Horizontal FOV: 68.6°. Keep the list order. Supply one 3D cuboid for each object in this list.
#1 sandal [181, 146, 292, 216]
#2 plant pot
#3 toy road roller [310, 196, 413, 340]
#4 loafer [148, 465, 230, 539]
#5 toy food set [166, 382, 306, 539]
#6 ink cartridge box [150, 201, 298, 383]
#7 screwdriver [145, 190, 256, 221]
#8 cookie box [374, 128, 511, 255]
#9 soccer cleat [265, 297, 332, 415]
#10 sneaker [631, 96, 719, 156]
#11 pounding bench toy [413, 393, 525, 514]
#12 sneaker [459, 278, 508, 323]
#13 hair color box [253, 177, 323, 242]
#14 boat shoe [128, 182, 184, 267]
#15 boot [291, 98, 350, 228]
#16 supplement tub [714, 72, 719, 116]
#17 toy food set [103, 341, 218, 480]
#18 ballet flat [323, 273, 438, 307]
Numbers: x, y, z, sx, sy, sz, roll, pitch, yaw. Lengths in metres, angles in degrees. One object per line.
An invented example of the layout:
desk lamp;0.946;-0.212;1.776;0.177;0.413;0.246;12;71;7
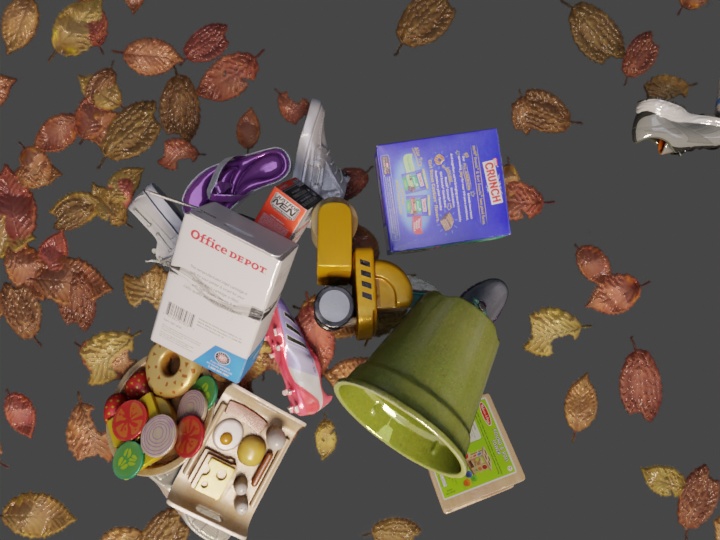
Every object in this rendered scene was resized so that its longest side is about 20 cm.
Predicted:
sandal;-0.207;-0.148;0.861;0.200;0.050;0.084;-30;91;-2
plant pot;0.094;0.139;0.717;0.199;0.200;0.185;38;65;-2
toy road roller;0.000;0.000;0.783;0.142;0.123;0.205;-2;81;-6
loafer;-0.283;0.358;0.863;0.201;0.063;0.072;50;55;-5
toy food set;-0.192;0.300;0.833;0.142;0.060;0.203;32;79;-16
ink cartridge box;-0.189;0.029;0.739;0.142;0.084;0.203;25;111;3
screwdriver;-0.244;-0.090;0.844;0.196;0.028;0.030;14;50;-22
cookie box;0.131;-0.124;0.861;0.195;0.075;0.175;-8;90;-2
soccer cleat;-0.106;0.135;0.868;0.075;0.066;0.204;-15;85;-33
sneaker;0.550;-0.224;0.886;0.196;0.074;0.081;17;99;4
pounding bench toy;0.151;0.257;0.835;0.122;0.157;0.203;-20;64;-1
sneaker;0.170;0.090;0.857;0.199;0.088;0.075;-41;92;-1
hair color box;-0.141;-0.037;0.808;0.061;0.102;0.201;35;109;-1
boat shoe;-0.303;-0.037;0.846;0.086;0.075;0.203;-39;89;-2
boot;-0.061;-0.167;0.863;0.093;0.074;0.205;12;98;-8
supplement tub;0.661;-0.343;0.854;0.129;0.132;0.205;9;90;-2
toy food set;-0.311;0.214;0.820;0.198;0.049;0.199;-34;62;-2
ballet flat;0.031;0.027;0.866;0.195;0.072;0.074;-5;90;-2
